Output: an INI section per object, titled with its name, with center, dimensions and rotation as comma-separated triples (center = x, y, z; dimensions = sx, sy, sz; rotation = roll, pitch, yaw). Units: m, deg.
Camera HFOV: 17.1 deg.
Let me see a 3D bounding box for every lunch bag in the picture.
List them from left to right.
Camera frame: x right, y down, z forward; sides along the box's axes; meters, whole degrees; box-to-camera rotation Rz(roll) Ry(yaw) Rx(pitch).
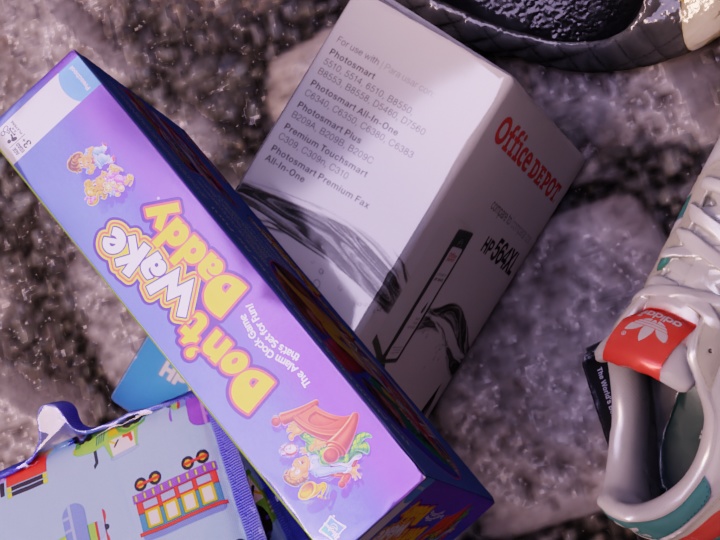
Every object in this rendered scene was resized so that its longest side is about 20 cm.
[lunch bag]
center = -0.089, 0.145, 0.919
dimensions = 0.150, 0.094, 0.201
rotation = -24, 80, 12

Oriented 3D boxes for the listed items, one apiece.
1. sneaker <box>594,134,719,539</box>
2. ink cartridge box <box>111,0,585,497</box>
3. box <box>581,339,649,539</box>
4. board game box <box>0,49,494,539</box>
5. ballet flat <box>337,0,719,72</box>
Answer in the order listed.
[sneaker]
center = 0.140, 0.012, 0.916
dimensions = 0.070, 0.093, 0.202
rotation = 21, 102, 40
[ink cartridge box]
center = 0.000, 0.000, 1.022
dimensions = 0.084, 0.146, 0.201
rotation = 32, 90, 21
[box]
center = 0.207, 0.087, 0.966
dimensions = 0.192, 0.047, 0.201
rotation = -24, 61, 18
[board game box]
center = -0.041, 0.020, 0.883
dimensions = 0.045, 0.134, 0.200
rotation = -41, 74, 4
[ballet flat]
center = 0.076, -0.127, 1.074
dimensions = 0.198, 0.057, 0.067
rotation = 4, 80, 19
